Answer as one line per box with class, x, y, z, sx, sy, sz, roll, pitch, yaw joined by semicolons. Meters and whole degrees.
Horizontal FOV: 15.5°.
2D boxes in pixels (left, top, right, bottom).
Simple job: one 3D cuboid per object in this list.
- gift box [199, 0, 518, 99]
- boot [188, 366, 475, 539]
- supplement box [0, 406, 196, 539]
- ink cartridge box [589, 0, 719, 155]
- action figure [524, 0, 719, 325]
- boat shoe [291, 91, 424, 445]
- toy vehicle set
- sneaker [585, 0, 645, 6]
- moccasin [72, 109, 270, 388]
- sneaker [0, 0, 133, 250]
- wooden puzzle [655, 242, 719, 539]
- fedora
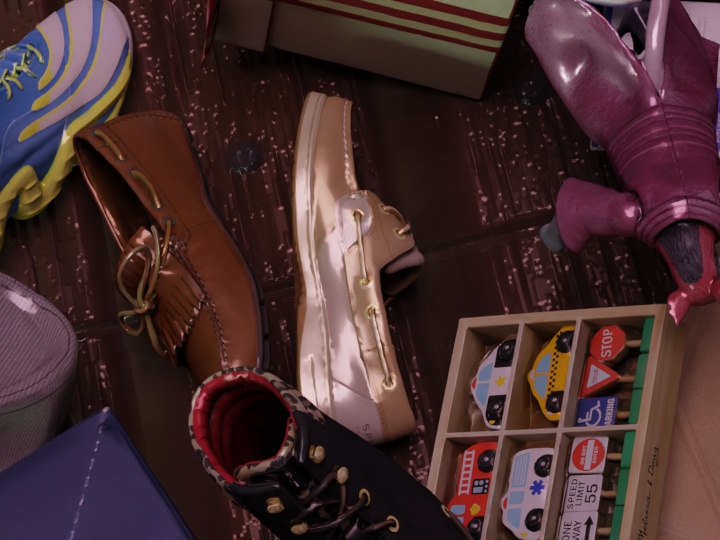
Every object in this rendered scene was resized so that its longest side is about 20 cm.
gift box;0.002;-0.203;1.447;0.186;0.200;0.185;15;62;-2
boot;0.007;0.135;1.251;0.074;0.154;0.204;-47;45;4
supplement box;-0.143;0.198;1.174;0.199;0.200;0.134;-32;65;-9
ink cartridge box;0.227;-0.094;1.438;0.199;0.039;0.100;6;66;8
action figure;0.160;-0.065;1.336;0.133;0.149;0.201;-8;54;-8
boat shoe;0.000;0.000;1.406;0.069;0.074;0.201;-3;73;3
toy vehicle set;0.091;0.115;1.329;0.124;0.027;0.201;-6;60;33
sneaker;0.195;-0.183;1.444;0.199;0.073;0.114;-11;24;12
moccasin;-0.103;-0.002;1.407;0.077;0.074;0.202;-8;61;-25
sneaker;-0.193;-0.085;1.451;0.075;0.105;0.201;23;69;17
wooden puzzle;0.231;0.090;1.351;0.184;0.037;0.201;20;63;17
fedora;-0.207;0.061;1.334;0.177;0.090;0.200;36;29;2
